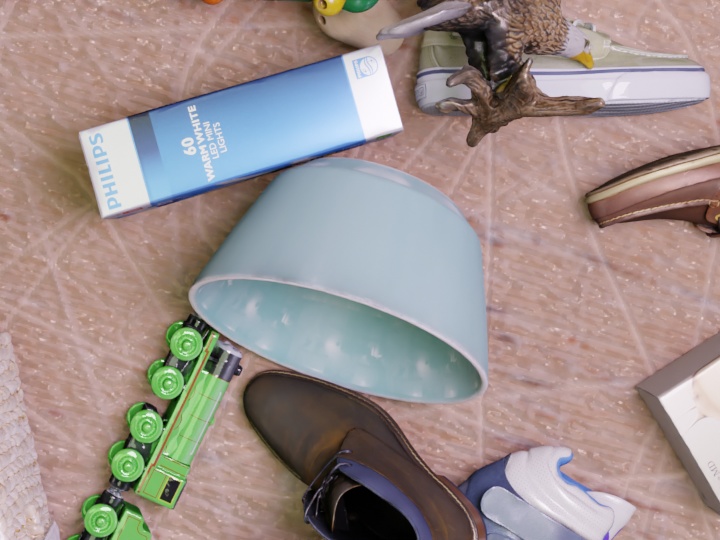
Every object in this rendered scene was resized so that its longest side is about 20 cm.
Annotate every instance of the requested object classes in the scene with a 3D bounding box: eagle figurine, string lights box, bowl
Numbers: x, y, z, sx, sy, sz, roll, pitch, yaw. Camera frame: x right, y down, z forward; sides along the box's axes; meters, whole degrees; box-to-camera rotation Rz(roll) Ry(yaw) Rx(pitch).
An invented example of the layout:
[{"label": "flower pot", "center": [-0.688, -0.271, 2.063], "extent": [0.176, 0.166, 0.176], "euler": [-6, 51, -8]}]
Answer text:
[{"label": "eagle figurine", "center": [0.106, -0.180, 1.121], "extent": [0.150, 0.151, 0.202], "euler": [9, 73, 17]}, {"label": "string lights box", "center": [-0.077, -0.089, 1.165], "extent": [0.198, 0.103, 0.060], "euler": [-17, 92, -2]}, {"label": "bowl", "center": [0.000, 0.000, 1.145], "extent": [0.199, 0.201, 0.106], "euler": [20, 72, -4]}]

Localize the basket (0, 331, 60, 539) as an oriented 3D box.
[{"label": "basket", "center": [-0.302, 0.135, 1.117], "extent": [0.197, 0.198, 0.163], "euler": [-9, 91, -2]}]

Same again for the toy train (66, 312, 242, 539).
[{"label": "toy train", "center": [-0.139, 0.126, 1.205], "extent": [0.056, 0.042, 0.202], "euler": [26, 91, -14]}]

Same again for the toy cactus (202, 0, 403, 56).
[{"label": "toy cactus", "center": [-0.032, -0.195, 1.155], "extent": [0.164, 0.199, 0.103], "euler": [29, 70, -44]}]

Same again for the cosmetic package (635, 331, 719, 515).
[{"label": "cosmetic package", "center": [0.300, 0.071, 1.210], "extent": [0.199, 0.073, 0.104], "euler": [-33, 94, -2]}]

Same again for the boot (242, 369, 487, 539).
[{"label": "boot", "center": [-0.011, 0.125, 1.154], "extent": [0.199, 0.097, 0.075], "euler": [34, 97, 21]}]

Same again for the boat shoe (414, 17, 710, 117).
[{"label": "boat shoe", "center": [0.135, -0.137, 1.193], "extent": [0.197, 0.072, 0.063], "euler": [0, 87, -2]}]

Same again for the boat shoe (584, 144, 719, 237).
[{"label": "boat shoe", "center": [0.251, -0.052, 1.201], "extent": [0.198, 0.072, 0.068], "euler": [-12, 91, -5]}]

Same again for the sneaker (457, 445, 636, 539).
[{"label": "sneaker", "center": [0.134, 0.218, 1.202], "extent": [0.145, 0.081, 0.201], "euler": [-30, 88, 3]}]
